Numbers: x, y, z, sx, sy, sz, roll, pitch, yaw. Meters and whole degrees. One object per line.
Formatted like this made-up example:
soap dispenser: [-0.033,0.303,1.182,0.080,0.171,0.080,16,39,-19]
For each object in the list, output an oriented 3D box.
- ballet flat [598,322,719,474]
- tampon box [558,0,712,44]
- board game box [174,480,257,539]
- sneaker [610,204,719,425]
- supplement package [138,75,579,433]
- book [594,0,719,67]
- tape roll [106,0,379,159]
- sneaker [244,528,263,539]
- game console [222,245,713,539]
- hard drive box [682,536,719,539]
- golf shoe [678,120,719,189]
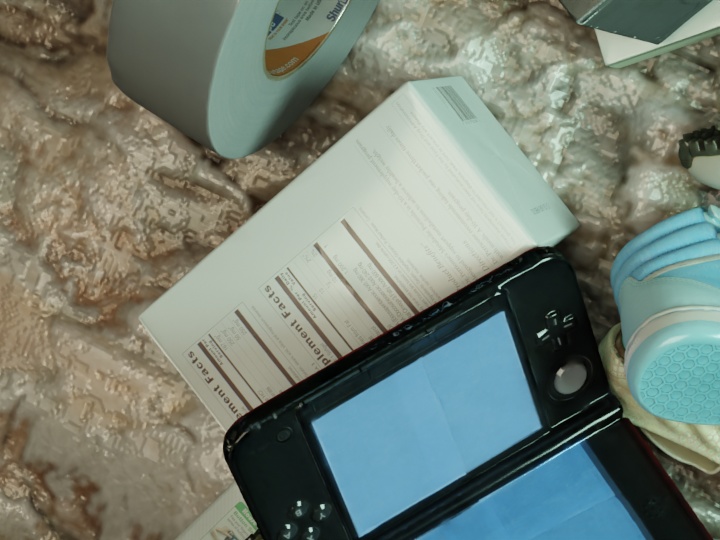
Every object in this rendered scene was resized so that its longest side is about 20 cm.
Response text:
ballet flat: [0.213,0.092,1.072,0.200,0.067,0.062,32,132,17]
tampon box: [0.117,-0.228,0.979,0.126,0.150,0.200,-38,78,20]
board game box: [-0.076,0.229,1.173,0.200,0.064,0.148,-45,81,18]
sneaker: [0.221,0.021,1.048,0.200,0.131,0.080,11,125,-17]
supplement package: [0.000,0.000,1.097,0.200,0.114,0.110,-40,84,17]
book: [0.205,-0.199,1.048,0.200,0.048,0.134,-18,88,22]
tape roll: [-0.047,-0.160,1.051,0.066,0.200,0.200,31,104,14]
sneaker: [-0.003,0.142,1.097,0.085,0.078,0.200,42,75,-1]
game console: [0.060,0.117,1.002,0.200,0.119,0.172,-30,129,-11]
hard drive box: [0.167,0.220,1.045,0.200,0.077,0.156,9,62,17]
golf shoe: [0.256,-0.030,1.030,0.200,0.077,0.088,11,107,18]
